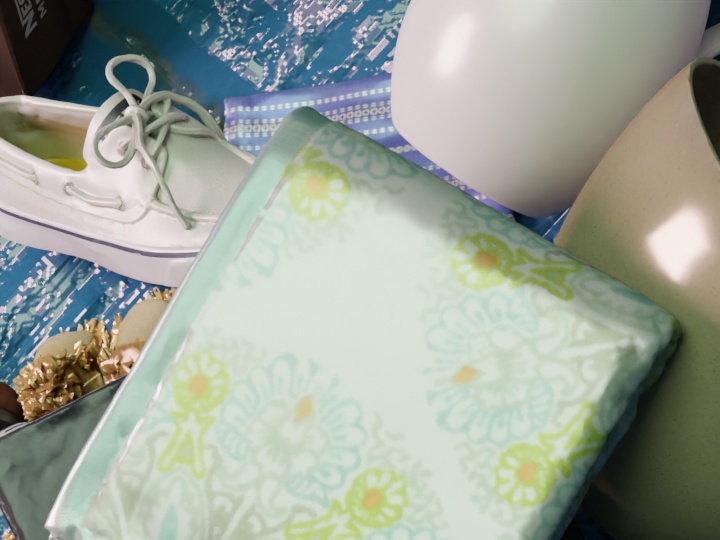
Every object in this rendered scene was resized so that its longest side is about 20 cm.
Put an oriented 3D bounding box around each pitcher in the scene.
[{"bbox_3d":[0.119,-0.116,1.257,0.201,0.171,0.121,-57,27,11],"label":"pitcher"}]

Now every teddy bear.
[{"bbox_3d":[-0.101,0.106,1.282,0.145,0.067,0.201,-33,57,19],"label":"teddy bear"}]

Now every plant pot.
[{"bbox_3d":[0.140,0.036,1.144,0.134,0.200,0.201,-37,57,19],"label":"plant pot"}]

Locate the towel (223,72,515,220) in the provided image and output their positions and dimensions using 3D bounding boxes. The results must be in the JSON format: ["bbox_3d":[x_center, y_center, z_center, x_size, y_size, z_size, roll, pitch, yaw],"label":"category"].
[{"bbox_3d":[0.000,0.000,1.313,0.144,0.024,0.201,-8,64,20],"label":"towel"}]

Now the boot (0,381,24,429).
[{"bbox_3d":[-0.217,-0.007,1.406,0.187,0.069,0.201,4,59,29],"label":"boot"}]

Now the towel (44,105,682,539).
[{"bbox_3d":[-0.003,0.063,1.069,0.171,0.048,0.201,30,90,15],"label":"towel"}]

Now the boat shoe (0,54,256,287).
[{"bbox_3d":[-0.100,-0.052,1.314,0.201,0.086,0.075,13,39,41],"label":"boat shoe"}]

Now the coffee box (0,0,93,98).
[{"bbox_3d":[-0.243,-0.157,1.421,0.199,0.113,0.080,7,43,23],"label":"coffee box"}]

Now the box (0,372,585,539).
[{"bbox_3d":[-0.018,0.122,1.156,0.196,0.117,0.201,-26,77,-5],"label":"box"}]
